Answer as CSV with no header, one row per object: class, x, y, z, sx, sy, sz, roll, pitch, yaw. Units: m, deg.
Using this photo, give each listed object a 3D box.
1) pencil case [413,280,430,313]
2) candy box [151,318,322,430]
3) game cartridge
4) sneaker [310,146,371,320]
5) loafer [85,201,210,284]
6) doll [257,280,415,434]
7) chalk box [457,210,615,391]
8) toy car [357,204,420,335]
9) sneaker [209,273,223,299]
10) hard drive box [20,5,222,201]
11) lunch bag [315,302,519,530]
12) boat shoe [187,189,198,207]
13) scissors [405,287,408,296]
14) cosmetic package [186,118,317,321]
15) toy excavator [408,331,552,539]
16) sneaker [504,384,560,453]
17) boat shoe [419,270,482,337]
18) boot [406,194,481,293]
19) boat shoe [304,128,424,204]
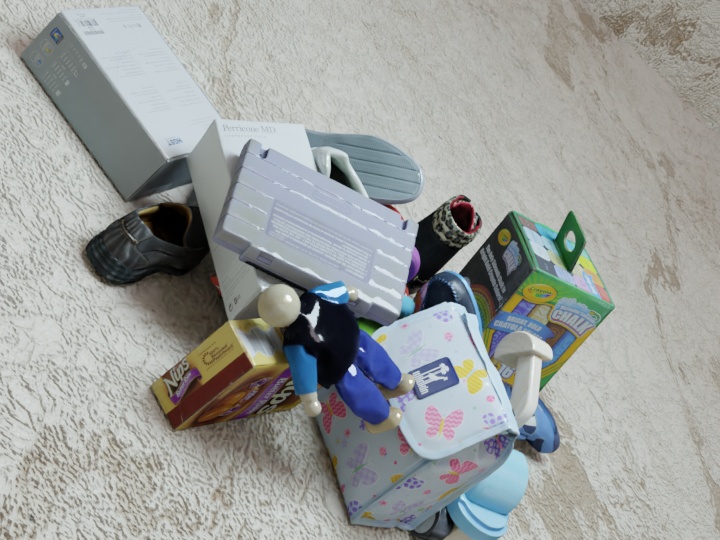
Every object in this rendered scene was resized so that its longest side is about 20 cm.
pencil case,0.101,0.093,1.710,0.087,0.087,0.200,41,26,-19
candy box,-0.095,0.096,1.370,0.200,0.117,0.057,-5,60,-58
game cartridge,-0.042,-0.035,1.384,0.200,0.038,0.130,27,54,-16
sneaker,-0.013,-0.039,1.482,0.201,0.070,0.080,66,-18,-5
loafer,-0.194,-0.037,1.431,0.073,0.072,0.200,51,26,4
doll,-0.026,0.080,1.318,0.200,0.048,0.137,46,54,-36
chalk box,0.203,0.023,1.629,0.124,0.200,0.125,26,29,-26
toy car,0.000,0.000,1.600,0.175,0.150,0.200,25,36,-42
sneaker,-0.113,-0.042,1.520,0.085,0.075,0.200,47,37,-33
hard drive box,-0.250,-0.188,1.530,0.200,0.077,0.156,53,27,6
lunch bag,0.058,0.147,1.451,0.127,0.200,0.170,19,41,-47
boat shoe,-0.138,-0.103,1.603,0.064,0.071,0.200,46,25,-9
scissors,0.045,0.110,1.670,0.014,0.073,0.200,6,66,-13
cosmetic package,-0.096,-0.052,1.434,0.113,0.081,0.200,-2,64,-34
toy excavator,0.144,0.190,1.527,0.100,0.200,0.195,29,35,-38
sneaker,0.184,0.176,1.764,0.200,0.082,0.074,51,-10,-35
boat shoe,0.094,0.102,1.560,0.069,0.084,0.200,-17,109,-38
boot,0.098,-0.037,1.794,0.074,0.154,0.204,52,27,1
boat shoe,-0.018,-0.123,1.605,0.200,0.074,0.067,21,-6,13
